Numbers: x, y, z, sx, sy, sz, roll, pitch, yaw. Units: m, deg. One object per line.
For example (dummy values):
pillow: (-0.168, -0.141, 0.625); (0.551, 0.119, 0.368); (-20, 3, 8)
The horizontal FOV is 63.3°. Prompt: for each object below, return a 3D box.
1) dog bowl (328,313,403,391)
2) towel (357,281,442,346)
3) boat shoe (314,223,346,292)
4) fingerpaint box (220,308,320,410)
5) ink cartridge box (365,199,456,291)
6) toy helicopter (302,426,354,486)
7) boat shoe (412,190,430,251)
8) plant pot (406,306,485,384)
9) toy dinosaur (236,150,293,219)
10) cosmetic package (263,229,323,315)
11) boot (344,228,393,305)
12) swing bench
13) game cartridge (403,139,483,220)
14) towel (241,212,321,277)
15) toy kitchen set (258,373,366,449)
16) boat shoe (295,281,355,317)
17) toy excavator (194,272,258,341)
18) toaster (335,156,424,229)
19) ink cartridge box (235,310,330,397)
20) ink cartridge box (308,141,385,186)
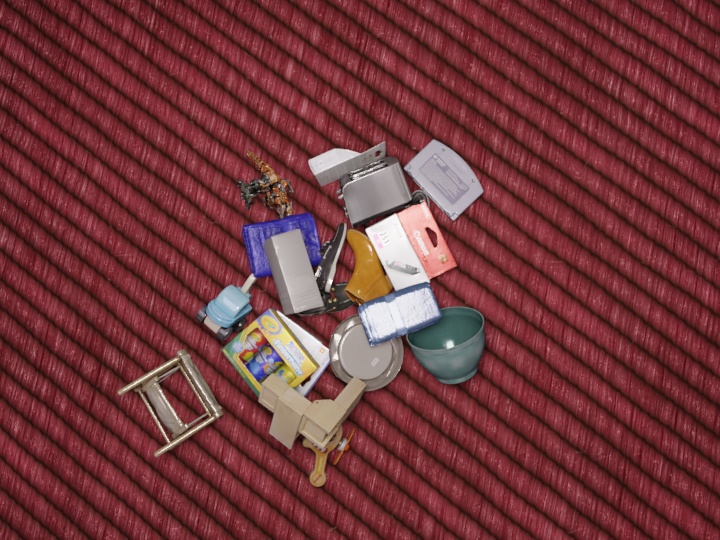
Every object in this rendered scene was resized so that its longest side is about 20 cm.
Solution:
dog bowl: (0.010, 0.212, 1.530); (0.198, 0.059, 0.202); (1, 86, -11)
towel: (0.098, 0.108, 1.481); (0.198, 0.049, 0.113); (-20, 84, 1)
boat shoe: (-0.083, -0.041, 1.550); (0.060, 0.074, 0.202); (15, 72, 0)
fingerpaint box: (-0.232, 0.227, 1.513); (0.167, 0.073, 0.200); (-39, 86, 0)
ink cartridge box: (0.133, -0.057, 1.510); (0.173, 0.044, 0.201); (-27, 93, 7)
toy helicopter: (-0.090, 0.474, 1.542); (0.131, 0.079, 0.202); (9, 97, -5)
boat shoe: (0.146, -0.120, 1.567); (0.068, 0.057, 0.202); (11, 87, 4)
plant pot: (0.229, 0.201, 1.486); (0.199, 0.201, 0.135); (-17, 112, 2)
toy dinosaur: (-0.262, -0.228, 1.597); (0.135, 0.102, 0.201); (-27, 66, -14)
cosmetic package: (-0.173, 0.006, 1.476); (0.090, 0.107, 0.202); (-14, 90, -22)
boot: (0.000, 0.001, 1.536); (0.201, 0.071, 0.144); (46, 60, -1)
swing bench: (-0.485, 0.344, 1.538); (0.199, 0.130, 0.200); (-32, 84, -5)
game cartridge: (0.231, -0.250, 1.583); (0.133, 0.041, 0.200); (-43, 85, 3)
towel: (-0.204, -0.070, 1.551); (0.198, 0.050, 0.149); (-13, 84, -22)
toy kitchen set: (-0.130, 0.334, 1.467); (0.199, 0.164, 0.180); (33, 43, 13)
boat shoe: (-0.087, 0.078, 1.565); (0.200, 0.063, 0.074); (-17, 81, 0)
toy excavator: (-0.317, 0.065, 1.551); (0.100, 0.194, 0.200); (40, 117, 5)
toaster: (0.041, -0.206, 1.508); (0.199, 0.181, 0.119); (-21, 108, 2)
ink cartridge box: (-0.200, 0.243, 1.569); (0.199, 0.041, 0.200); (37, 89, 4)
ink cartridge box: (-0.032, -0.294, 1.538); (0.199, 0.160, 0.048); (-25, 86, 1)
